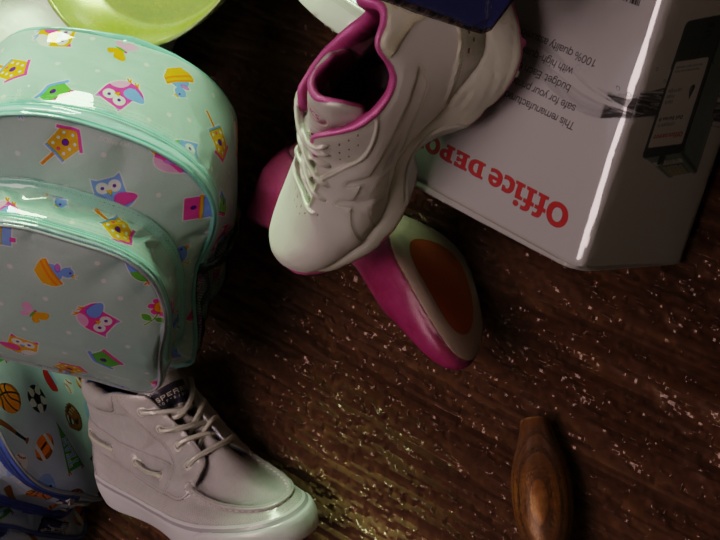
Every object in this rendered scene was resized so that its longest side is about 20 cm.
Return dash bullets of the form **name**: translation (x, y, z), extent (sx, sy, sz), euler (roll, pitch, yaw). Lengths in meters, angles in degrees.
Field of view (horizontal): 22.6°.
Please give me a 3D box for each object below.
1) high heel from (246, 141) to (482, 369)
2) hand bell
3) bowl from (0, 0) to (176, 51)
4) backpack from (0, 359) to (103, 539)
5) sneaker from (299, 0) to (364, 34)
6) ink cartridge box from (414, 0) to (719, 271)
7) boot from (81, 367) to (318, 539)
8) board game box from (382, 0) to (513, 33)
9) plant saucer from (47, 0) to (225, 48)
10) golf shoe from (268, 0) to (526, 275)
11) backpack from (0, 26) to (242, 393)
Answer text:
- **high heel**: translation (0.000, 0.000, 1.014), extent (0.096, 0.067, 0.200), euler (-47, 44, 24)
- **hand bell**: translation (0.099, 0.174, 0.927), extent (0.104, 0.104, 0.200), euler (-24, 62, 43)
- **bowl**: translation (-0.178, -0.198, 1.184), extent (0.200, 0.075, 0.200), euler (48, 123, 32)
- **backpack**: translation (-0.272, 0.113, 1.209), extent (0.154, 0.190, 0.200), euler (-34, 67, 23)
- **sneaker**: translation (0.002, -0.190, 0.975), extent (0.082, 0.074, 0.200), euler (-56, 37, 29)
- **ink cartridge box**: translation (0.110, -0.118, 0.886), extent (0.146, 0.084, 0.200), euler (32, 114, 41)
- **boot**: translation (-0.109, 0.109, 1.111), extent (0.200, 0.074, 0.096), euler (8, 118, 46)
- **board game box**: translation (0.018, -0.231, 0.781), extent (0.159, 0.097, 0.200), euler (-51, 58, 21)
- **plant saucer**: translation (-0.117, -0.225, 1.053), extent (0.200, 0.031, 0.200), euler (-4, 84, 37)
- **golf shoe**: translation (-0.006, -0.071, 0.885), extent (0.200, 0.091, 0.075), euler (-53, 53, 37)
- **backpack**: translation (-0.160, -0.035, 1.051), extent (0.176, 0.153, 0.200), euler (16, 130, 0)
